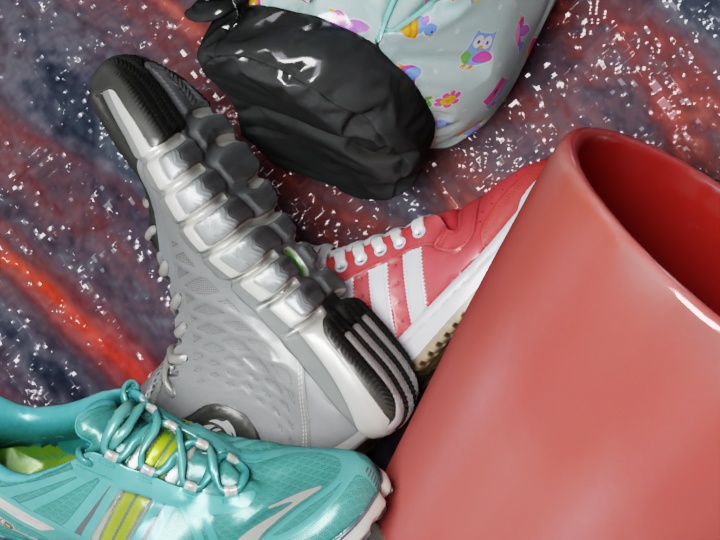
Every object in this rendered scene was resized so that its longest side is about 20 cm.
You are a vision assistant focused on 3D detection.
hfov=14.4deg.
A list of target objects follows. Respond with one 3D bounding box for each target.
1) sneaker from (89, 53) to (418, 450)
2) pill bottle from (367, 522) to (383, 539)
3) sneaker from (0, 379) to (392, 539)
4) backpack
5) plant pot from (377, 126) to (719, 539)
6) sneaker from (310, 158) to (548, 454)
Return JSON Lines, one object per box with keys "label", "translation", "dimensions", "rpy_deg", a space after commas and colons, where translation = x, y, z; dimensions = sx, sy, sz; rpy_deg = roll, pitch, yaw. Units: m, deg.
{"label": "sneaker", "translation": [-0.077, 0.013, 1.213], "dimensions": [0.115, 0.075, 0.200], "rpy_deg": [-40, 84, 23]}
{"label": "pill bottle", "translation": [-0.089, 0.148, 1.250], "dimensions": [0.200, 0.109, 0.109], "rpy_deg": [-1, 86, 23]}
{"label": "sneaker", "translation": [-0.085, 0.088, 1.166], "dimensions": [0.200, 0.078, 0.080], "rpy_deg": [1, 130, 24]}
{"label": "backpack", "translation": [0.023, -0.140, 1.229], "dimensions": [0.127, 0.167, 0.200], "rpy_deg": [26, 78, 11]}
{"label": "plant pot", "translation": [0.112, 0.069, 1.164], "dimensions": [0.200, 0.200, 0.177], "rpy_deg": [44, 110, 16]}
{"label": "sneaker", "translation": [0.000, 0.000, 1.259], "dimensions": [0.112, 0.071, 0.200], "rpy_deg": [46, 102, 13]}
